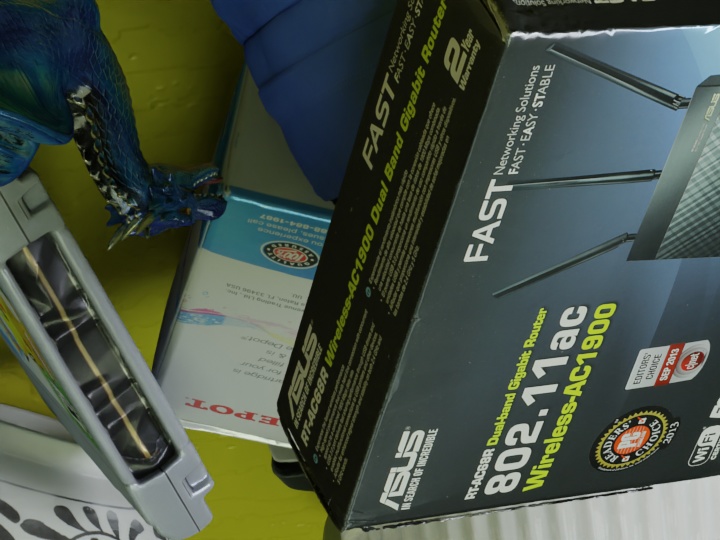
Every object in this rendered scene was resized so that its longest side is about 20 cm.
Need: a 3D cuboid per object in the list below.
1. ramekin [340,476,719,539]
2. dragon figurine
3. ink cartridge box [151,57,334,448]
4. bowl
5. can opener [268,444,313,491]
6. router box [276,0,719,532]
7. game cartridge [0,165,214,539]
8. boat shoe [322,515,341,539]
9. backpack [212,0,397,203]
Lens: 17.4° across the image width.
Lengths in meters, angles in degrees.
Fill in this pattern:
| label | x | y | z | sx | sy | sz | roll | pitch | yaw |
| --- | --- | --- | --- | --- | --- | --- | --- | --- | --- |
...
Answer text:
| label | x | y | z | sx | sy | sz | roll | pitch | yaw |
| --- | --- | --- | --- | --- | --- | --- | --- | --- | --- |
| ramekin | 0.094 | 0.144 | 1.040 | 0.199 | 0.105 | 0.200 | -5 | 159 | -2 |
| dragon figurine | -0.131 | -0.066 | 0.819 | 0.200 | 0.100 | 0.059 | 14 | 156 | -35 |
| ink cartridge box | 0.000 | 0.000 | 0.970 | 0.144 | 0.085 | 0.200 | 13 | 149 | -8 |
| bowl | -0.159 | 0.113 | 1.061 | 0.200 | 0.201 | 0.095 | 18 | 89 | -32 |
| can opener | 0.048 | 0.065 | 1.093 | 0.199 | 0.053 | 0.066 | -7 | 150 | 22 |
| router box | 0.070 | -0.015 | 0.725 | 0.149 | 0.062 | 0.200 | -5 | 133 | -26 |
| game cartridge | -0.132 | 0.009 | 0.956 | 0.040 | 0.133 | 0.200 | -32 | 126 | -9 |
| boat shoe | 0.069 | 0.093 | 1.157 | 0.201 | 0.070 | 0.071 | -42 | 128 | 21 |
| backpack | 0.045 | -0.118 | 0.818 | 0.200 | 0.168 | 0.163 | -32 | 180 | -12 |
